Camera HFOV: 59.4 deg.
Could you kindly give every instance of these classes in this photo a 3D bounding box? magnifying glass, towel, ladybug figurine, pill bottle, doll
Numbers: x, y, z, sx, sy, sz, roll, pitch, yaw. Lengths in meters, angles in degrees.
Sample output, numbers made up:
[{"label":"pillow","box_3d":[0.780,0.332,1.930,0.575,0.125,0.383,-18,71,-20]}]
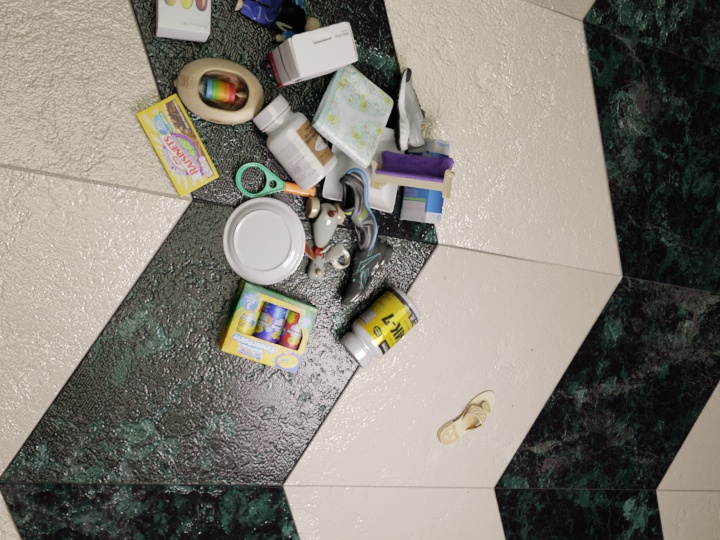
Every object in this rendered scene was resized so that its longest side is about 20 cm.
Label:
[{"label":"magnifying glass","box_3d":[-0.202,-0.205,1.505,0.196,0.022,0.082,9,95,-24]},{"label":"towel","box_3d":[-0.015,-0.372,1.498,0.170,0.048,0.204,33,65,-24]},{"label":"ladybug figurine","box_3d":[-0.315,-0.397,1.406,0.195,0.072,0.139,10,94,-22]},{"label":"pill bottle","box_3d":[-0.153,-0.297,1.460,0.114,0.114,0.201,-43,107,-10]},{"label":"pill bottle","box_3d":[0.049,0.146,1.605,0.199,0.114,0.115,-42,110,-10]},{"label":"doll","box_3d":[-0.181,-0.595,1.442,0.196,0.048,0.140,18,92,-22]}]

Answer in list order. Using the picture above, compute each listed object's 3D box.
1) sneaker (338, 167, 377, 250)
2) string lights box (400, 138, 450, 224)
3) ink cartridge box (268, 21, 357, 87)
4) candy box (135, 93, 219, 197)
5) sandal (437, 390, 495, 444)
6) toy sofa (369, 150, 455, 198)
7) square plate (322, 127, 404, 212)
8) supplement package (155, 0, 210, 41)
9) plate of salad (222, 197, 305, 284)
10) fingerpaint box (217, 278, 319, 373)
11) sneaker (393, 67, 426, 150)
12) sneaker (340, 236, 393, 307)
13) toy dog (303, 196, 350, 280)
[{"label":"sneaker","box_3d":[-0.013,-0.143,1.526,0.082,0.070,0.204,-29,118,-35]},{"label":"string lights box","box_3d":[0.163,-0.225,1.595,0.058,0.102,0.205,2,98,-38]},{"label":"ink cartridge box","box_3d":[-0.109,-0.476,1.406,0.144,0.199,0.085,-21,106,-16]},{"label":"candy box","box_3d":[-0.407,-0.278,1.413,0.101,0.026,0.203,-30,107,-11]},{"label":"sandal","box_3d":[0.316,0.425,1.772,0.209,0.069,0.079,-33,108,-14]},{"label":"toy sofa","box_3d":[0.125,-0.233,1.510,0.195,0.083,0.100,10,97,16]},{"label":"square plate","box_3d":[0.010,-0.264,1.576,0.194,0.028,0.205,10,94,-23]},{"label":"supplement package","box_3d":[-0.373,-0.601,1.333,0.111,0.109,0.206,0,98,-20]},{"label":"plate of salad","box_3d":[-0.227,-0.070,1.497,0.195,0.048,0.206,0,94,1]},{"label":"fingerpaint box","box_3d":[-0.221,0.135,1.519,0.197,0.073,0.170,22,90,-22]},{"label":"sneaker","box_3d":[0.123,-0.396,1.560,0.077,0.074,0.206,-1,87,-7]},{"label":"sneaker","box_3d":[0.000,0.000,1.594,0.079,0.075,0.202,39,74,-15]},{"label":"toy dog","box_3d":[-0.084,-0.079,1.529,0.129,0.096,0.205,-15,103,-18]}]
